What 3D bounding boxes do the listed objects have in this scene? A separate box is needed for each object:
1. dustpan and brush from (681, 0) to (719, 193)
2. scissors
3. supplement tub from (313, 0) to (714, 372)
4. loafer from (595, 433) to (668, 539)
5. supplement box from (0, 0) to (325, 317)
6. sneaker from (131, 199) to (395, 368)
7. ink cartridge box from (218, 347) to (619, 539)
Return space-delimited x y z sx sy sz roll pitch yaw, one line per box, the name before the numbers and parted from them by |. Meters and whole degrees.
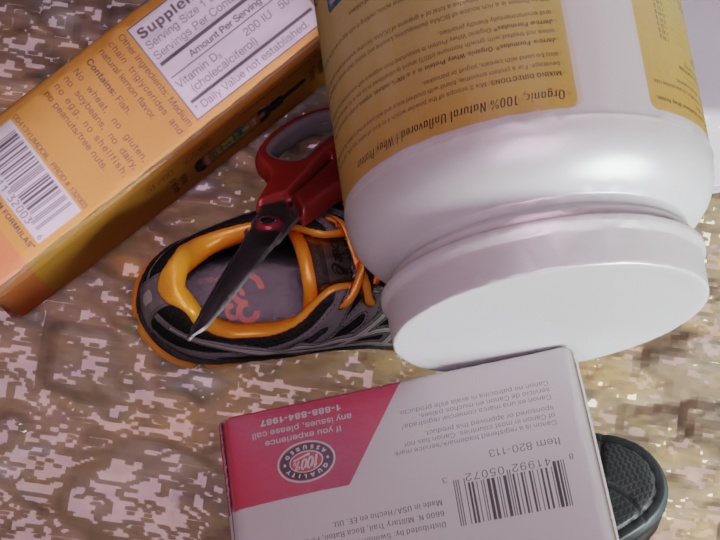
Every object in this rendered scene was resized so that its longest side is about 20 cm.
dustpan and brush | 0.127 -0.065 0.967 0.139 0.057 0.200 31 58 12
scissors | -0.039 -0.022 0.923 0.073 0.200 0.014 17 124 26
supplement tub | 0.058 -0.074 0.880 0.144 0.145 0.201 -8 71 -1
loafer | 0.035 0.125 0.968 0.199 0.063 0.072 -17 53 -6
supplement box | -0.094 -0.067 0.975 0.200 0.067 0.069 -36 82 -5
sneaker | 0.000 0.000 0.963 0.199 0.077 0.079 -15 82 -4
ink cartridge box | 0.031 0.144 0.851 0.146 0.083 0.201 -11 53 3
